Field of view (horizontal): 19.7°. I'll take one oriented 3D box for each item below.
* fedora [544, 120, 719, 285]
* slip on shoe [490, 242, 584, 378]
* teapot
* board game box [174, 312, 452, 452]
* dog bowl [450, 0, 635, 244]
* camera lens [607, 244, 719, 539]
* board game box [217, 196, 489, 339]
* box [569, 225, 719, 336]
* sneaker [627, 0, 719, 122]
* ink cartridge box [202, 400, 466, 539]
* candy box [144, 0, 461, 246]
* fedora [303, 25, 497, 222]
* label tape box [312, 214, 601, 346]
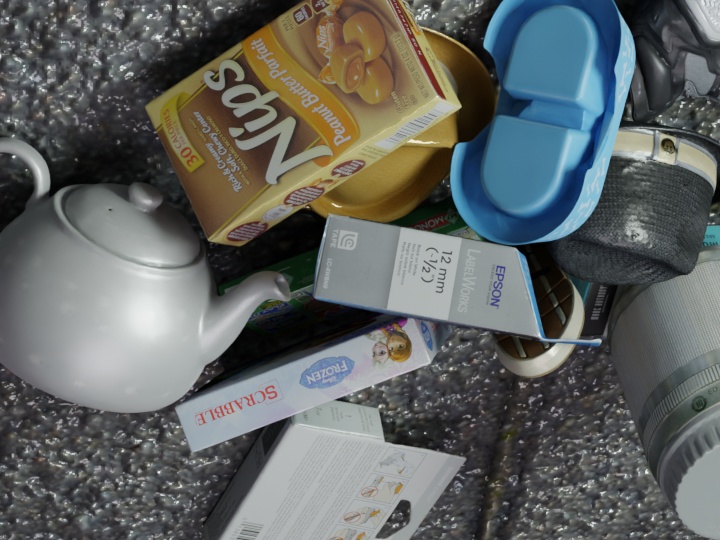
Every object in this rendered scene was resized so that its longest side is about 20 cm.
[{"bbox_3d":[0.201,-0.042,1.591,0.200,0.092,0.201,1,161,0],"label":"fedora"},{"bbox_3d":[0.139,0.039,1.624,0.076,0.200,0.061,-23,113,5],"label":"slip on shoe"},{"bbox_3d":[-0.188,-0.001,1.537,0.199,0.197,0.147,6,119,-36],"label":"teapot"},{"bbox_3d":[-0.032,0.077,1.650,0.199,0.200,0.041,-21,92,8],"label":"board game box"},{"bbox_3d":[0.136,-0.113,1.499,0.111,0.201,0.050,14,178,33],"label":"dog bowl"},{"bbox_3d":[0.292,0.092,1.644,0.159,0.201,0.160,-7,136,-7],"label":"camera lens"},{"bbox_3d":[0.000,0.000,1.634,0.199,0.029,0.135,-21,166,8],"label":"board game box"},{"bbox_3d":[0.276,0.008,1.736,0.199,0.049,0.083,-1,135,-12],"label":"box"},{"bbox_3d":[0.262,-0.144,1.562,0.114,0.076,0.200,-34,127,22],"label":"sneaker"},{"bbox_3d":[-0.025,0.201,1.870,0.173,0.044,0.200,12,131,-25],"label":"ink cartridge box"},{"bbox_3d":[-0.042,-0.116,1.469,0.200,0.116,0.055,-31,165,16],"label":"candy box"},{"bbox_3d":[0.010,-0.093,1.544,0.200,0.082,0.201,-7,137,-7],"label":"fedora"},{"bbox_3d":[0.075,0.009,1.467,0.199,0.066,0.143,9,180,6],"label":"label tape box"}]
